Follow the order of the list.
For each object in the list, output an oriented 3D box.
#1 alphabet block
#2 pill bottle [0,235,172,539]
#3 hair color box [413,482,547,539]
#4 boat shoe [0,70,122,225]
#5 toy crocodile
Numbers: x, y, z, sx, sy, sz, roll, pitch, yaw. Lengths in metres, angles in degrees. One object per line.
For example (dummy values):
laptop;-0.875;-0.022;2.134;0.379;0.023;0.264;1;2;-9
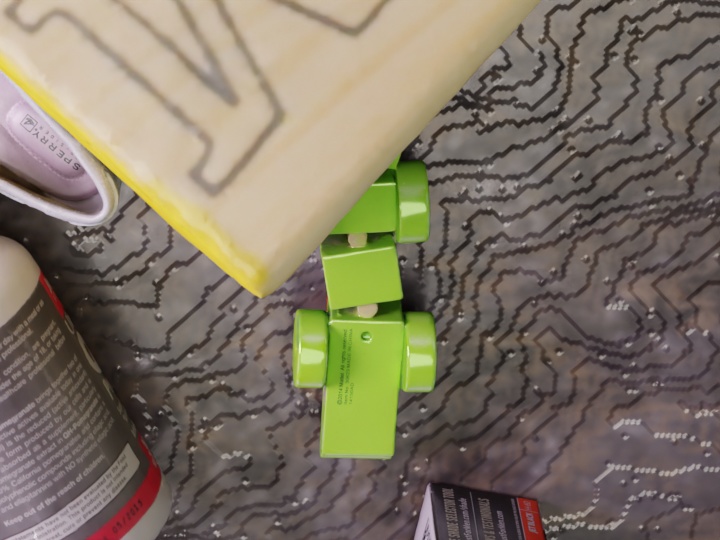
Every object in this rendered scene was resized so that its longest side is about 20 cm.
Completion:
alphabet block;-0.058;-0.134;1.188;0.196;0.195;0.200;43;86;-15
pill bottle;-0.179;0.054;1.324;0.111;0.111;0.200;-26;111;8
hair color box;0.043;0.218;1.405;0.061;0.102;0.200;9;112;-6
boat shoe;-0.192;-0.089;1.290;0.202;0.065;0.074;36;106;-16
toy crocodile;0.000;0.000;1.344;0.067;0.062;0.200;-3;117;-2
